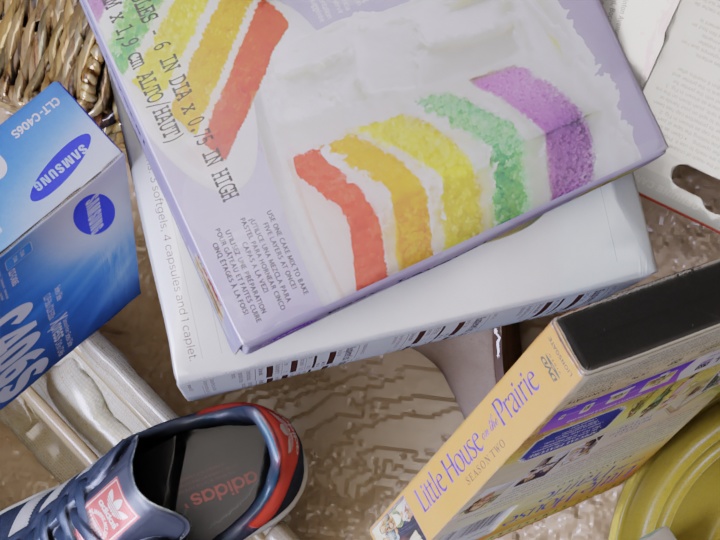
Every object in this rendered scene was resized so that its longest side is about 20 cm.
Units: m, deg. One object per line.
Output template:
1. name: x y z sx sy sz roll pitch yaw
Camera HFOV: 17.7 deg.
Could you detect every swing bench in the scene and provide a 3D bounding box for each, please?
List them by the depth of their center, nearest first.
1. swing bench: -0.162 0.132 1.102 0.200 0.130 0.199 -42 79 -13

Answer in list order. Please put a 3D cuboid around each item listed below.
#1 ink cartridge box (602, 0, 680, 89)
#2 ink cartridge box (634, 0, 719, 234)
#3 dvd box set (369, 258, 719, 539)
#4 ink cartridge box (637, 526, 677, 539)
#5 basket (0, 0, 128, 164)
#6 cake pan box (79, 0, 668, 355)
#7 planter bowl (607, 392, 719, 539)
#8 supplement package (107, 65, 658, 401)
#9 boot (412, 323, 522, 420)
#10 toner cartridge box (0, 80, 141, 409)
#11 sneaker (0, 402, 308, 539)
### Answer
1. ink cartridge box: 0.161 -0.127 1.095 0.199 0.085 0.145 15 88 12
2. ink cartridge box: 0.196 -0.107 1.020 0.108 0.050 0.201 26 91 10
3. dvd box set: 0.102 0.060 1.007 0.146 0.200 0.030 -18 69 -32
4. ink cartridge box: 0.108 0.233 1.069 0.200 0.050 0.162 -39 78 42
5. basket: -0.100 -0.154 1.153 0.142 0.149 0.201 18 88 43
6. cake pan box: -0.005 -0.095 0.887 0.183 0.052 0.201 -23 86 -7
7. planter bowl: 0.210 0.143 1.063 0.199 0.083 0.202 -1 85 9
8. supplement package: 0.000 -0.061 0.983 0.199 0.147 0.193 -13 86 -4
9. boot: 0.000 0.000 1.107 0.145 0.070 0.201 -4 99 8
10. toner cartridge box: -0.143 -0.003 0.972 0.095 0.200 0.043 -42 80 -13
11. sneaker: -0.114 0.114 0.998 0.199 0.085 0.075 -33 78 -10
